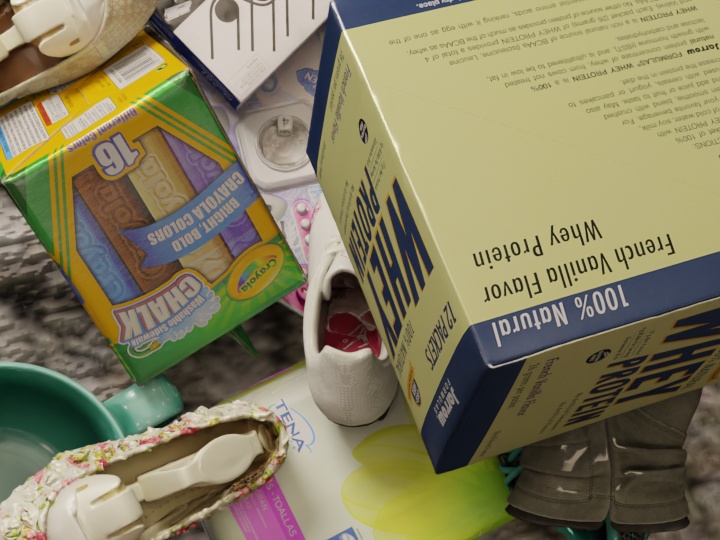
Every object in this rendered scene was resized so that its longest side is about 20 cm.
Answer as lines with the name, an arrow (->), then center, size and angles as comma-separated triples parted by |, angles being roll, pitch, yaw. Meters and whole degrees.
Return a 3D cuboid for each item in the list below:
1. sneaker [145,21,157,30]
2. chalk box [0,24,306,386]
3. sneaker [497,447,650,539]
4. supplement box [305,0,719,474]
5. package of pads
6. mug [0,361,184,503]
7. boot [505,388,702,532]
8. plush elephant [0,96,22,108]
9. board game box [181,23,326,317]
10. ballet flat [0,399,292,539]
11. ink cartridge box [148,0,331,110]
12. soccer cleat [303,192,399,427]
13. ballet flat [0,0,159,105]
sneaker -> -0.138, -0.275, 0.931 | 0.074, 0.088, 0.201 | 8, 74, -2
chalk box -> -0.124, -0.025, 0.800 | 0.124, 0.124, 0.200 | -31, 120, -8
sneaker -> 0.113, 0.107, 0.792 | 0.200, 0.078, 0.091 | 42, 50, -10
supplement box -> 0.101, -0.037, 0.653 | 0.199, 0.134, 0.200 | -16, 65, -15
package of pads -> -0.008, 0.129, 0.839 | 0.199, 0.068, 0.155 | -24, 78, -14
mug -> -0.204, 0.140, 0.792 | 0.184, 0.114, 0.153 | 3, 73, -16
boot -> 0.098, 0.081, 0.737 | 0.199, 0.068, 0.131 | 10, 93, 2
plush elephant -> -0.229, -0.144, 0.861 | 0.165, 0.200, 0.155 | -37, 102, 1
board game box -> -0.053, -0.091, 0.919 | 0.200, 0.026, 0.200 | 30, 74, 4
ballet flat -> -0.122, 0.122, 0.725 | 0.200, 0.064, 0.076 | -27, 93, -34
ink cartridge box -> -0.047, -0.214, 0.894 | 0.200, 0.044, 0.094 | -45, 98, -7
soccer cleat -> 0.000, 0.000, 0.812 | 0.070, 0.086, 0.200 | -3, 51, 2
ballet flat -> -0.200, -0.129, 0.750 | 0.200, 0.062, 0.068 | -32, 100, 5
